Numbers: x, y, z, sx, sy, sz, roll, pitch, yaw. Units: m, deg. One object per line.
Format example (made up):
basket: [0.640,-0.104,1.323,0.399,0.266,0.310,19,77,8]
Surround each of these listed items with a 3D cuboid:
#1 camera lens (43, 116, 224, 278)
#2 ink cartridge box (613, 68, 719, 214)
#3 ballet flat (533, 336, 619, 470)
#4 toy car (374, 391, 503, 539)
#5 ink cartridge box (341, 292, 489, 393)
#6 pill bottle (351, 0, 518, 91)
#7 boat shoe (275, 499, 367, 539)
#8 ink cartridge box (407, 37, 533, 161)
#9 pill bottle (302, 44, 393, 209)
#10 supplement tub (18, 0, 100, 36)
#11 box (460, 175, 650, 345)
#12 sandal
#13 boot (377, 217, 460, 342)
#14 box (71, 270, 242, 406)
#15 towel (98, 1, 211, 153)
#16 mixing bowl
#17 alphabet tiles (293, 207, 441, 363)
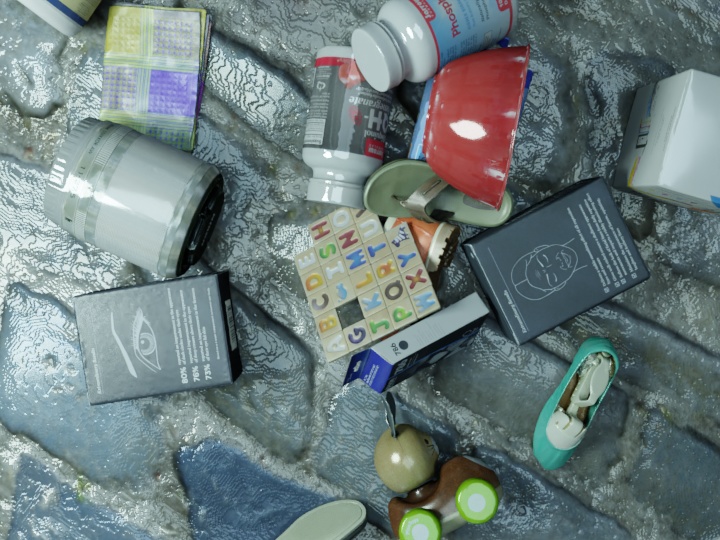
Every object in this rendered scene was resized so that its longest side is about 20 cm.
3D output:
camera lens: [-0.288,-0.093,1.207,0.198,0.160,0.162,23,92,-1]
ink cartridge box: [0.435,-0.158,1.190,0.145,0.200,0.147,15,94,-1]
ballet flat: [0.294,0.184,1.267,0.067,0.070,0.202,25,92,-2]
toy car: [0.082,0.251,1.232,0.156,0.164,0.202,-28,81,1]
ink cartridge box: [0.072,0.104,1.214,0.198,0.100,0.039,-25,67,-21]
pill bottle: [0.092,-0.304,1.152,0.199,0.109,0.110,-32,92,-17]
boat shoe: [-0.073,0.391,1.285,0.199,0.072,0.068,-35,129,-6]
ink cartridge box: [0.148,-0.217,1.249,0.135,0.076,0.203,15,91,-1]
pill bottle: [-0.018,-0.187,1.230,0.109,0.111,0.203,9,92,-1]
supplement tub: [-0.377,-0.426,1.201,0.144,0.144,0.201,35,91,-2]
box: [0.257,-0.014,1.240,0.198,0.107,0.150,-27,93,0]
sandal: [0.102,-0.095,1.194,0.198,0.057,0.081,6,114,1]
boot: [0.055,0.016,1.267,0.106,0.075,0.202,23,99,19]
box: [-0.269,0.088,1.242,0.197,0.104,0.150,-7,93,0]
towel: [-0.286,-0.265,1.269,0.141,0.023,0.203,8,92,-2]
mixing bowl: [0.135,-0.179,1.119,0.107,0.200,0.203,9,92,6]
alphabet tiles: [0.000,0.000,1.231,0.166,0.008,0.202,-27,62,12]
